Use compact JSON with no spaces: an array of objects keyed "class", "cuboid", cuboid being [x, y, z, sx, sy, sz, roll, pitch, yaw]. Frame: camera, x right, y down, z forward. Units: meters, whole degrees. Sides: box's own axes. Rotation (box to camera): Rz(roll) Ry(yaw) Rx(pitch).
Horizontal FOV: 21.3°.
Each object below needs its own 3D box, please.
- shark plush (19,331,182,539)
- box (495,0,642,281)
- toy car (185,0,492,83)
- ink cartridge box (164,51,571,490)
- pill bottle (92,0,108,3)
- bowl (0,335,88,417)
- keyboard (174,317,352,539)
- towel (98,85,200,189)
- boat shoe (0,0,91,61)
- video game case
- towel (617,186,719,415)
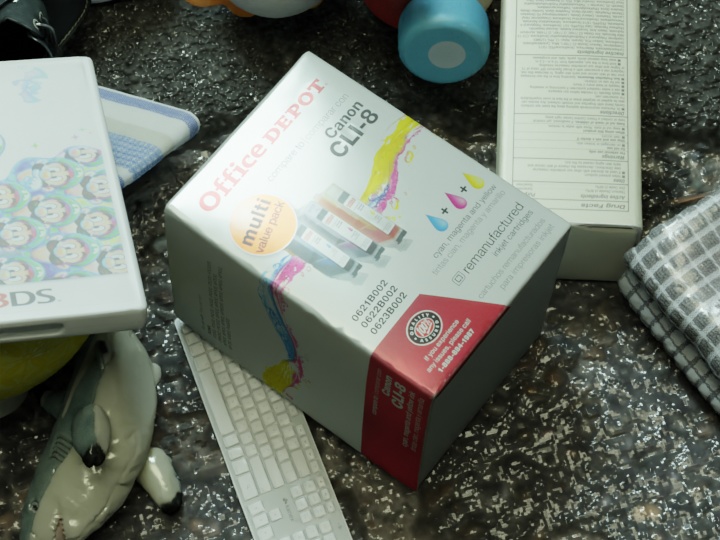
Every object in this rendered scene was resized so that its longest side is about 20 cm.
[{"class":"shark plush","cuboid":[-0.175,0.072,1.183,0.083,0.091,0.201,-20,66,25]},{"class":"box","cuboid":[0.135,-0.099,1.250,0.094,0.078,0.201,4,64,3]},{"class":"toy car","cuboid":[-0.026,-0.215,1.295,0.199,0.177,0.185,-19,46,24]},{"class":"ink cartridge box","cuboid":[0.000,0.000,1.161,0.200,0.145,0.145,34,66,15]},{"class":"pill bottle","cuboid":[-0.200,-0.297,1.336,0.115,0.116,0.201,-10,64,-4]},{"class":"bowl","cuboid":[-0.245,0.029,1.166,0.199,0.108,0.200,0,29,0]},{"class":"keyboard","cuboid":[-0.059,0.106,1.191,0.056,0.011,0.201,-19,64,-8]},{"class":"towel","cuboid":[-0.209,-0.069,1.212,0.146,0.024,0.200,15,34,20]},{"class":"boat shoe","cuboid":[-0.228,-0.136,1.228,0.066,0.075,0.199,23,37,26]},{"class":"video game case","cuboid":[-0.228,-0.042,1.098,0.181,0.024,0.201,-6,52,-16]},{"class":"towel","cuboid":[0.284,0.006,1.191,0.200,0.086,0.166,-33,68,-14]}]
